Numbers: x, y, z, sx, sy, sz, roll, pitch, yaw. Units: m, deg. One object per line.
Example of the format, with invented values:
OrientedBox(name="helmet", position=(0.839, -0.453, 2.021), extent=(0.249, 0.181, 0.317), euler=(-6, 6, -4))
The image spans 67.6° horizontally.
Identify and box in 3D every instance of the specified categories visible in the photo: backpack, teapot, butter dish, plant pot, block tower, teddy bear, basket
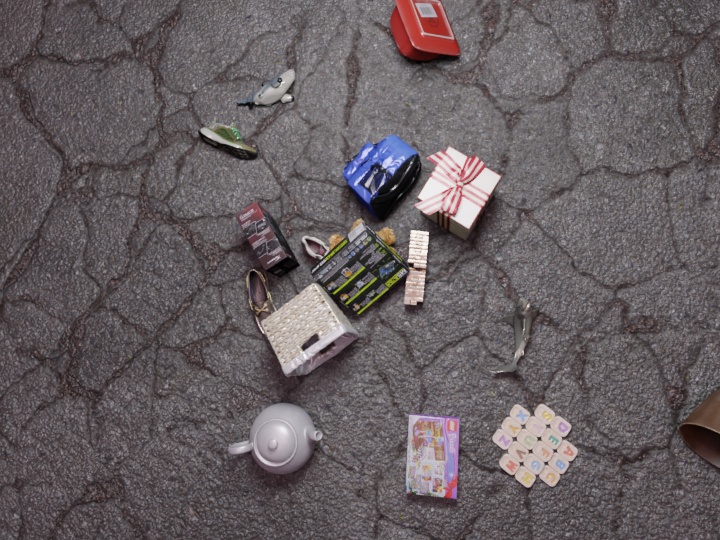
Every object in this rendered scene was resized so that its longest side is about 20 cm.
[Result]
OrientedBox(name="backpack", position=(0.062, -0.275, 1.486), extent=(0.200, 0.162, 0.168), euler=(-45, 75, 1))
OrientedBox(name="teapot", position=(-0.220, 0.453, 1.434), extent=(0.196, 0.146, 0.201), euler=(34, 89, 11))
OrientedBox(name="butter dish", position=(0.160, -0.678, 1.544), extent=(0.198, 0.147, 0.203), euler=(-11, 78, -36))
OrientedBox(name="plant pot", position=(0.905, 0.353, 1.283), extent=(0.186, 0.187, 0.200), euler=(41, 75, 11))
OrientedBox(name="block tower", position=(0.157, -0.005, 1.490), extent=(0.053, 0.058, 0.204), euler=(5, 85, 9))
OrientedBox(name="teddy bear", position=(0.013, -0.062, 1.474), extent=(0.197, 0.067, 0.148), euler=(13, 96, -25))
OrientedBox(name="basket", position=(-0.134, 0.162, 1.436), extent=(0.197, 0.200, 0.162), euler=(-35, 77, 3))

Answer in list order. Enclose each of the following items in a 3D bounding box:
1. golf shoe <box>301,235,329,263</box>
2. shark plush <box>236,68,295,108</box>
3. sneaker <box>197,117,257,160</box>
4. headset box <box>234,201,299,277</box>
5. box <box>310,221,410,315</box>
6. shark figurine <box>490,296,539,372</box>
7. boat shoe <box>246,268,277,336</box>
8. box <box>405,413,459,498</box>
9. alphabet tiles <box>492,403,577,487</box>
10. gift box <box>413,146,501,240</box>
OrientedBox(name="golf shoe", position=(-0.089, -0.028, 1.512), extent=(0.198, 0.088, 0.078), euler=(34, 86, 10))
OrientedBox(name="shark plush", position=(-0.282, -0.542, 1.642), extent=(0.198, 0.091, 0.085), euler=(-26, 58, 25))
OrientedBox(name="sneaker", position=(-0.389, -0.405, 1.618), extent=(0.198, 0.077, 0.090), euler=(26, 78, 8))
OrientedBox(name="headset box", position=(-0.264, -0.091, 1.514), extent=(0.076, 0.149, 0.202), euler=(-30, 78, 2))
OrientedBox(name="box", position=(0.000, 0.000, 1.432), extent=(0.200, 0.193, 0.048), euler=(-41, 34, 15))
OrientedBox(name="shark figurine", position=(0.408, 0.166, 1.433), extent=(0.088, 0.127, 0.218), euler=(17, 103, 35))
OrientedBox(name="boat shoe", position=(-0.283, 0.093, 1.536), extent=(0.071, 0.060, 0.204), euler=(-14, 80, 5))
OrientedBox(name="box", position=(0.191, 0.489, 1.424), extent=(0.134, 0.039, 0.204), euler=(3, 82, 9))
OrientedBox(name="alphabet tiles", position=(0.455, 0.456, 1.404), extent=(0.195, 0.015, 0.201), euler=(37, 88, 11))
OrientedBox(name="gift box", position=(0.245, -0.204, 1.437), extent=(0.198, 0.187, 0.187), euler=(27, 86, 10))
